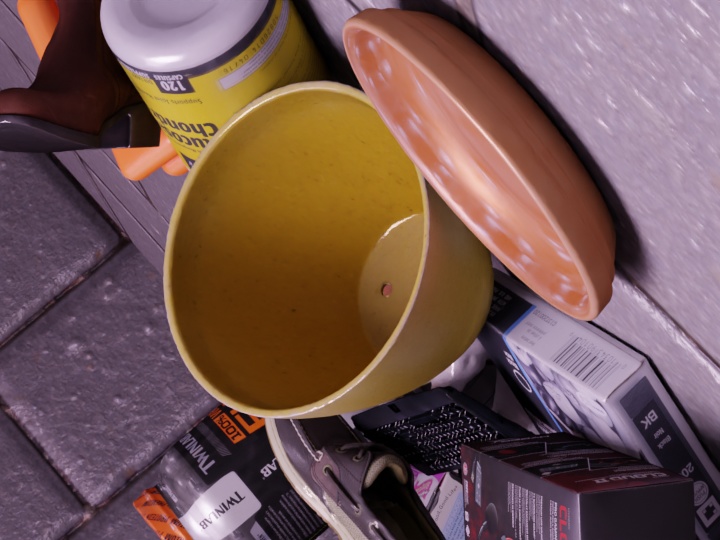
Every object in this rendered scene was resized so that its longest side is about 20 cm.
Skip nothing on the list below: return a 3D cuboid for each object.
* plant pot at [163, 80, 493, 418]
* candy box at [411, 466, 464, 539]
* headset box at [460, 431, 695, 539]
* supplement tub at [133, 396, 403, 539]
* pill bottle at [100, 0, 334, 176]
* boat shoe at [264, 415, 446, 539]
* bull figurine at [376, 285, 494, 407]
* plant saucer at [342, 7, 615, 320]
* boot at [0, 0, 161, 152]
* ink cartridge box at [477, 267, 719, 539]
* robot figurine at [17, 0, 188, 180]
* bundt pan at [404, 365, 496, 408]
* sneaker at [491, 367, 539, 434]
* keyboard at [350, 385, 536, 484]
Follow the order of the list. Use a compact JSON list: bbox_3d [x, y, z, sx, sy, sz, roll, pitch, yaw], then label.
[{"bbox_3d":[0.000,0.000,1.459,0.142,0.200,0.200,18,-159,-52],"label":"plant pot"},{"bbox_3d":[0.126,0.210,1.828,0.199,0.061,0.136,24,177,-11],"label":"candy box"},{"bbox_3d":[0.128,0.182,1.378,0.200,0.075,0.150,-164,70,-70],"label":"headset box"},{"bbox_3d":[-0.062,0.143,1.770,0.123,0.200,0.123,48,171,10],"label":"supplement tub"},{"bbox_3d":[-0.078,-0.118,1.517,0.112,0.112,0.200,44,170,38],"label":"pill bottle"},{"bbox_3d":[0.007,0.148,1.624,0.072,0.066,0.201,-1,-132,-45],"label":"boat shoe"},{"bbox_3d":[0.020,0.024,1.623,0.065,0.121,0.201,7,-132,-43],"label":"bull figurine"},{"bbox_3d":[0.067,-0.061,1.245,0.200,0.037,0.200,49,173,8],"label":"plant saucer"},{"bbox_3d":[-0.177,-0.174,1.486,0.068,0.201,0.188,-1,-176,30],"label":"boot"},{"bbox_3d":[0.160,0.106,1.486,0.200,0.043,0.198,53,170,-27],"label":"ink cartridge box"},{"bbox_3d":[-0.156,-0.164,1.644,0.117,0.143,0.201,113,135,-76],"label":"robot figurine"},{"bbox_3d":[0.039,0.050,1.780,0.202,0.076,0.202,48,172,9],"label":"bundt pan"},{"bbox_3d":[0.117,0.119,1.656,0.070,0.080,0.201,46,167,32],"label":"sneaker"},{"bbox_3d":[0.058,0.123,1.584,0.104,0.040,0.200,29,165,-10],"label":"keyboard"}]
